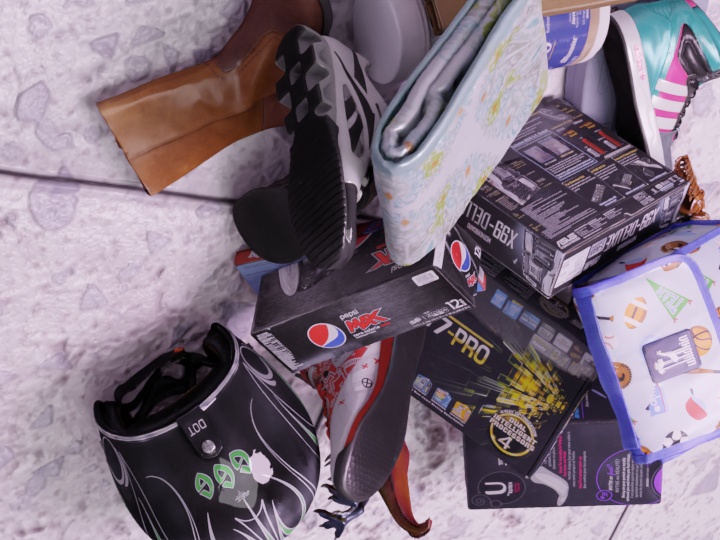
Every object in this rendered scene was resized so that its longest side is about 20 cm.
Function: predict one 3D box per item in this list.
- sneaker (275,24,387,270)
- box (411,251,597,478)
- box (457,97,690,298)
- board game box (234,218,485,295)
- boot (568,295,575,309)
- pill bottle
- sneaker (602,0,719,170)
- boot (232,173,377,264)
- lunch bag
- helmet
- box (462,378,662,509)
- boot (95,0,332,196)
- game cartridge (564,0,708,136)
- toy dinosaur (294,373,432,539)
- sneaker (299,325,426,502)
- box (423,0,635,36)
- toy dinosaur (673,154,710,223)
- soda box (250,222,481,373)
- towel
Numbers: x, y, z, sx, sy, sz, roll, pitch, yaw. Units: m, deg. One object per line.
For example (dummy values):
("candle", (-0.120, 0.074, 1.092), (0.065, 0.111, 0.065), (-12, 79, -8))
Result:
("sneaker", (-0.008, -0.091, 1.240), (0.088, 0.201, 0.074), (12, 151, -34))
("box", (0.118, 0.074, 1.511), (0.049, 0.200, 0.162), (-35, 157, -56))
("box", (0.171, -0.070, 1.438), (0.200, 0.157, 0.050), (-28, 144, -42))
("board game box", (0.000, 0.000, 1.433), (0.199, 0.020, 0.103), (-12, 138, 22))
("boot", (0.273, 0.047, 1.615), (0.068, 0.130, 0.200), (-60, 172, -31))
("pill bottle", (0.099, -0.212, 1.361), (0.199, 0.111, 0.111), (-14, 128, -25))
("sneaker", (0.296, -0.170, 1.500), (0.120, 0.084, 0.201), (-22, 131, -6))
("boot", (0.000, -0.086, 1.398), (0.174, 0.200, 0.069), (-39, 102, -43))
("lunch bag", (0.280, 0.058, 1.430), (0.199, 0.124, 0.171), (-24, 97, -40))
("helmet", (-0.127, 0.166, 1.443), (0.200, 0.200, 0.191), (-34, 117, -8))
("box", (0.203, 0.163, 1.651), (0.199, 0.106, 0.123), (-2, 128, 4))
("boot", (-0.119, -0.172, 1.298), (0.199, 0.069, 0.189), (-24, 139, -7))
("game cartridge", (0.257, -0.202, 1.528), (0.133, 0.040, 0.201), (-15, 128, -29))
("toy dinosaur", (0.021, 0.169, 1.537), (0.182, 0.199, 0.105), (-49, 151, -38))
("sneaker", (-0.013, 0.116, 1.477), (0.067, 0.107, 0.202), (41, 56, -42))
("box", (0.124, -0.282, 1.316), (0.199, 0.164, 0.021), (-14, 172, -25))
("toy dinosaur", (0.313, -0.033, 1.664), (0.136, 0.102, 0.201), (-44, 126, -35))
("soda box", (0.003, 0.017, 1.380), (0.199, 0.071, 0.063), (-21, 133, 32))
("towel", (0.079, -0.115, 1.247), (0.200, 0.048, 0.171), (-53, 158, -18))
